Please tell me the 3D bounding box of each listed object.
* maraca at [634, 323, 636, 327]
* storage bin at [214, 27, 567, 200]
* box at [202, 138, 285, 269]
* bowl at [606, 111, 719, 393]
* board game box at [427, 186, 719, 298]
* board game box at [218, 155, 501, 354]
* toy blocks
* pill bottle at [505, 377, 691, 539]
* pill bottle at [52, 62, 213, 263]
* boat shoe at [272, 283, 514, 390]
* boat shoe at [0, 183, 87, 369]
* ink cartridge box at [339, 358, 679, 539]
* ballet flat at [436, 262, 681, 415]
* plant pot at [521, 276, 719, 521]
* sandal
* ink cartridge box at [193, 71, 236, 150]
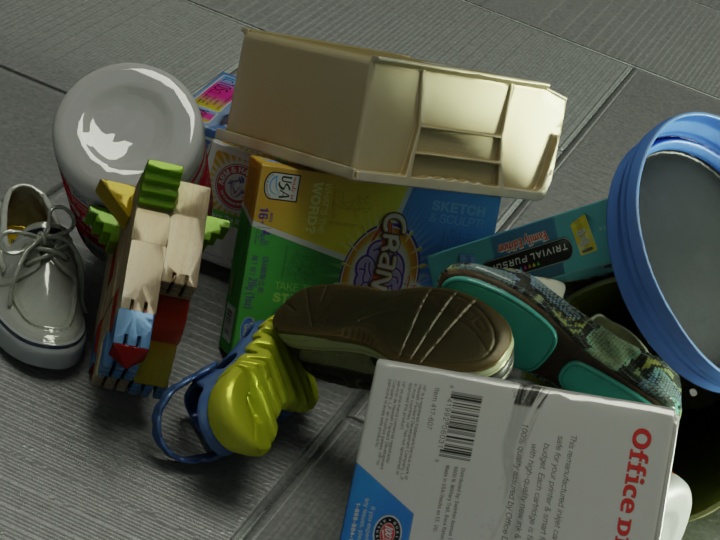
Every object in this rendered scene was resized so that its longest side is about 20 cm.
[{"bbox_3d":[0.200,0.009,1.730,0.136,0.108,0.200,15,4,-10],"label":"maraca"},{"bbox_3d":[0.026,-0.123,1.582,0.198,0.094,0.200,5,8,-36],"label":"storage bin"},{"bbox_3d":[-0.034,-0.042,1.676,0.199,0.102,0.113,20,20,8],"label":"box"},{"bbox_3d":[0.247,-0.009,1.392,0.200,0.039,0.202,18,60,-36],"label":"bowl"},{"bbox_3d":[0.173,-0.015,1.500,0.150,0.047,0.199,-6,-8,-43],"label":"board game box"},{"bbox_3d":[0.000,0.000,1.566,0.199,0.154,0.040,6,10,-19],"label":"board game box"},{"bbox_3d":[-0.155,0.025,1.427,0.099,0.200,0.137,12,68,-12],"label":"toy blocks"},{"bbox_3d":[0.125,0.144,1.414,0.200,0.110,0.109,33,31,29],"label":"pill bottle"},{"bbox_3d":[-0.170,-0.066,1.541,0.112,0.200,0.113,0,68,-1],"label":"pill bottle"},{"bbox_3d":[0.029,0.055,1.404,0.200,0.066,0.072,8,48,38],"label":"boat shoe"},{"bbox_3d":[-0.242,-0.009,1.520,0.074,0.086,0.202,7,28,-18],"label":"boat shoe"},{"bbox_3d":[0.097,0.151,1.295,0.199,0.147,0.084,10,-16,11],"label":"ink cartridge box"},{"bbox_3d":[0.144,0.047,1.424,0.200,0.074,0.074,37,26,-6],"label":"ballet flat"},{"bbox_3d":[0.239,0.082,1.551,0.186,0.188,0.200,24,15,15],"label":"plant pot"},{"bbox_3d":[-0.091,0.087,1.446,0.087,0.080,0.200,-19,4,20],"label":"sandal"},{"bbox_3d":[-0.065,-0.095,1.804,0.199,0.077,0.137,22,27,8],"label":"ink cartridge box"}]
